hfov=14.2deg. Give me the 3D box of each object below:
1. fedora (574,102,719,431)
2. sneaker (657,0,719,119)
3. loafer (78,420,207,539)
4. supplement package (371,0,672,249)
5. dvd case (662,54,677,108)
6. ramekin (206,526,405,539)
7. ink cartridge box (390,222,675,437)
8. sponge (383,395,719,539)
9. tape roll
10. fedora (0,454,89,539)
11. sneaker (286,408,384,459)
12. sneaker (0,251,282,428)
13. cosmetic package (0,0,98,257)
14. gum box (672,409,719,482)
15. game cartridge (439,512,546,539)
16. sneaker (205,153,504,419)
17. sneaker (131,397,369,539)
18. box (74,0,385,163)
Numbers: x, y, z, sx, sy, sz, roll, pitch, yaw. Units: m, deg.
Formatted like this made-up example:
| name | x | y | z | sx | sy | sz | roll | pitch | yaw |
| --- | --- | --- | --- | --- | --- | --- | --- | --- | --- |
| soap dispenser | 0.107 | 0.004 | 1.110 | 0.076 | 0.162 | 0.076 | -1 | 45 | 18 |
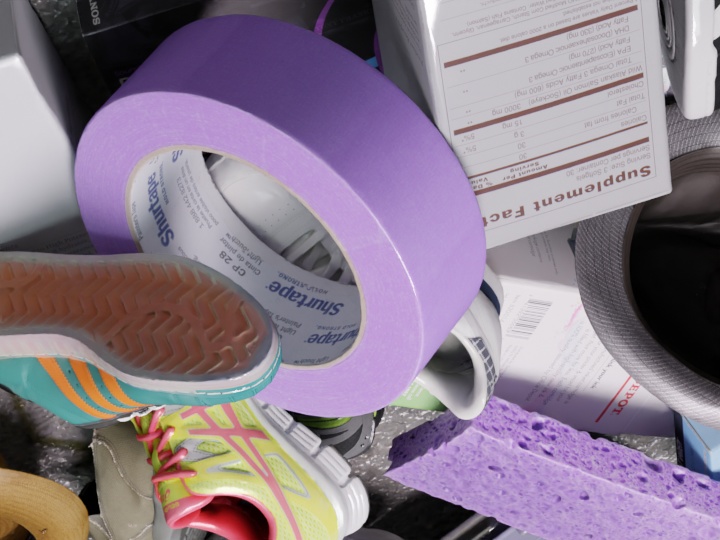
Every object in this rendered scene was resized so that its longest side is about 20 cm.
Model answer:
| name | x | y | z | sx | sy | sz | roll | pitch | yaw |
| --- | --- | --- | --- | --- | --- | --- | --- | --- | --- |
| fedora | 0.202 | 0.007 | 1.577 | 0.199 | 0.178 | 0.090 | 20 | 164 | -6 |
| sneaker | 0.204 | -0.167 | 1.422 | 0.111 | 0.073 | 0.201 | -10 | 127 | -5 |
| loafer | -0.131 | 0.138 | 1.733 | 0.069 | 0.075 | 0.201 | 20 | 141 | 9 |
| supplement package | 0.071 | -0.129 | 1.387 | 0.117 | 0.117 | 0.201 | -17 | 133 | -7 |
| dvd case | 0.137 | -0.115 | 1.532 | 0.145 | 0.022 | 0.200 | -11 | 142 | -5 |
| ramekin | -0.051 | 0.236 | 1.772 | 0.094 | 0.203 | 0.202 | 32 | 124 | -29 |
| ink cartridge box | 0.119 | 0.029 | 1.664 | 0.199 | 0.068 | 0.117 | 9 | 135 | -26 |
| sponge | 0.125 | 0.127 | 1.678 | 0.199 | 0.030 | 0.112 | 22 | 154 | -18 |
| tape roll | -0.040 | -0.025 | 1.407 | 0.199 | 0.066 | 0.201 | 23 | 142 | 20 |
| fedora | -0.259 | 0.142 | 1.677 | 0.199 | 0.082 | 0.201 | -13 | 144 | -9 |
| sneaker | -0.025 | 0.064 | 1.668 | 0.082 | 0.071 | 0.200 | -7 | 147 | -14 |
| sneaker | -0.115 | 0.039 | 1.437 | 0.199 | 0.072 | 0.080 | 9 | 149 | 33 |
| cosmetic package | -0.185 | -0.055 | 1.467 | 0.101 | 0.074 | 0.200 | -17 | 140 | 5 |
| gum box | 0.283 | 0.082 | 1.737 | 0.199 | 0.045 | 0.170 | -30 | 150 | -10 |
| game cartridge | 0.085 | 0.183 | 1.836 | 0.200 | 0.039 | 0.129 | -40 | 154 | 29 |
| sneaker | 0.000 | 0.000 | 1.511 | 0.200 | 0.081 | 0.076 | 33 | 130 | -25 |
| sneaker | -0.091 | 0.096 | 1.602 | 0.200 | 0.090 | 0.078 | 40 | 149 | 3 |
| box | -0.049 | -0.090 | 1.494 | 0.142 | 0.036 | 0.200 | -18 | 140 | 5 |
